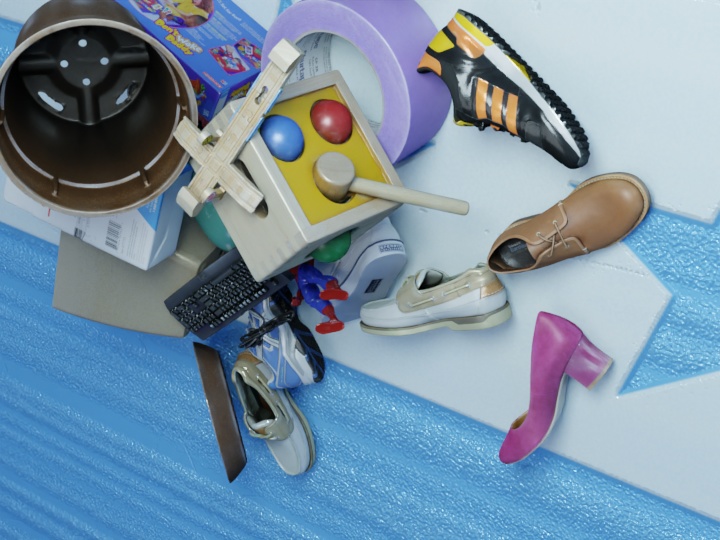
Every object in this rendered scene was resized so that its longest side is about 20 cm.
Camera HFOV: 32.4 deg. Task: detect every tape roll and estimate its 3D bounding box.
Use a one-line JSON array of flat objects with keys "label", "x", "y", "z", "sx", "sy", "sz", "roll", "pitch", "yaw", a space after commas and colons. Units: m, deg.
[{"label": "tape roll", "x": -0.006, "y": -0.205, "z": 1.330, "sx": 0.199, "sy": 0.085, "sz": 0.201, "roll": 20, "pitch": 127, "yaw": 30}]

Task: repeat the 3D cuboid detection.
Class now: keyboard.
[{"label": "keyboard", "x": -0.143, "y": 0.042, "z": 1.473, "sx": 0.127, "sy": 0.021, "sz": 0.200, "roll": 36, "pitch": 140, "yaw": -20}]

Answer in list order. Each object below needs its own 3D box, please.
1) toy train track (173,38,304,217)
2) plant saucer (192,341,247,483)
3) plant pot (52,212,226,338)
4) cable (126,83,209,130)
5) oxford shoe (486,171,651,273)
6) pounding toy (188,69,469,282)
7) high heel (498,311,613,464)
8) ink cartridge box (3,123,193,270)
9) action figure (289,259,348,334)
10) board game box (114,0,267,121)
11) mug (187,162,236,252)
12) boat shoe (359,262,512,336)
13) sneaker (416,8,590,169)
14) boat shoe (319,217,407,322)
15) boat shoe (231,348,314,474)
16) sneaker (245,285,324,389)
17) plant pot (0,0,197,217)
[{"label": "toy train track", "x": -0.120, "y": -0.130, "z": 1.160, "sx": 0.115, "sy": 0.032, "sz": 0.200, "roll": 44, "pitch": 115, "yaw": 13}, {"label": "plant saucer", "x": -0.191, "y": 0.191, "z": 1.706, "sx": 0.200, "sy": 0.034, "sz": 0.202, "roll": 164, "pitch": 90, "yaw": -84}, {"label": "plant pot", "x": -0.257, "y": -0.033, "z": 1.590, "sx": 0.176, "sy": 0.200, "sz": 0.201, "roll": 27, "pitch": 132, "yaw": 9}, {"label": "cable", "x": -0.222, "y": -0.195, "z": 1.544, "sx": 0.199, "sy": 0.050, "sz": 0.098, "roll": 35, "pitch": 133, "yaw": 17}, {"label": "oxford shoe", "x": 0.209, "y": -0.037, "z": 1.262, "sx": 0.200, "sy": 0.071, "sz": 0.072, "roll": -30, "pitch": 93, "yaw": 45}, {"label": "pounding toy", "x": -0.032, "y": -0.091, "z": 1.250, "sx": 0.142, "sy": 0.184, "sz": 0.201, "roll": -35, "pitch": 83, "yaw": 47}, {"label": "high heel", "x": 0.188, "y": 0.134, "z": 1.381, "sx": 0.096, "sy": 0.067, "sz": 0.200, "roll": 37, "pitch": 130, "yaw": 3}, {"label": "ink cartridge box", "x": -0.299, "y": -0.098, "z": 1.402, "sx": 0.199, "sy": 0.068, "sz": 0.117, "roll": 25, "pitch": 118, "yaw": 13}, {"label": "action figure", "x": -0.063, "y": 0.011, "z": 1.481, "sx": 0.200, "sy": 0.051, "sz": 0.066, "roll": -127, "pitch": 37, "yaw": -65}, {"label": "board game box", "x": -0.193, "y": -0.271, "z": 1.412, "sx": 0.200, "sy": 0.134, "sz": 0.045, "roll": 42, "pitch": 135, "yaw": 12}, {"label": "mug", "x": -0.113, "y": -0.092, "z": 1.446, "sx": 0.152, "sy": 0.184, "sz": 0.115, "roll": -46, "pitch": 66, "yaw": 27}, {"label": "boat shoe", "x": 0.080, "y": 0.031, "z": 1.420, "sx": 0.199, "sy": 0.075, "sz": 0.069, "roll": -8, "pitch": 105, "yaw": 35}, {"label": "sneaker", "x": 0.139, "y": -0.161, "z": 1.224, "sx": 0.090, "sy": 0.070, "sz": 0.200, "roll": -44, "pitch": 77, "yaw": 20}, {"label": "boat shoe", "x": 0.000, "y": 0.000, "z": 1.476, "sx": 0.200, "sy": 0.073, "sz": 0.066, "roll": -49, "pitch": 50, "yaw": 52}, {"label": "boat shoe", "x": -0.125, "y": 0.198, "z": 1.683, "sx": 0.074, "sy": 0.068, "sz": 0.201, "roll": -8, "pitch": 112, "yaw": 37}, {"label": "sneaker", "x": -0.120, "y": 0.066, "z": 1.590, "sx": 0.077, "sy": 0.076, "sz": 0.201, "roll": -22, "pitch": 100, "yaw": 17}, {"label": "plant pot", "x": -0.280, "y": -0.186, "z": 1.268, "sx": 0.198, "sy": 0.199, "sz": 0.202, "roll": -120, "pitch": 21, "yaw": -59}]
